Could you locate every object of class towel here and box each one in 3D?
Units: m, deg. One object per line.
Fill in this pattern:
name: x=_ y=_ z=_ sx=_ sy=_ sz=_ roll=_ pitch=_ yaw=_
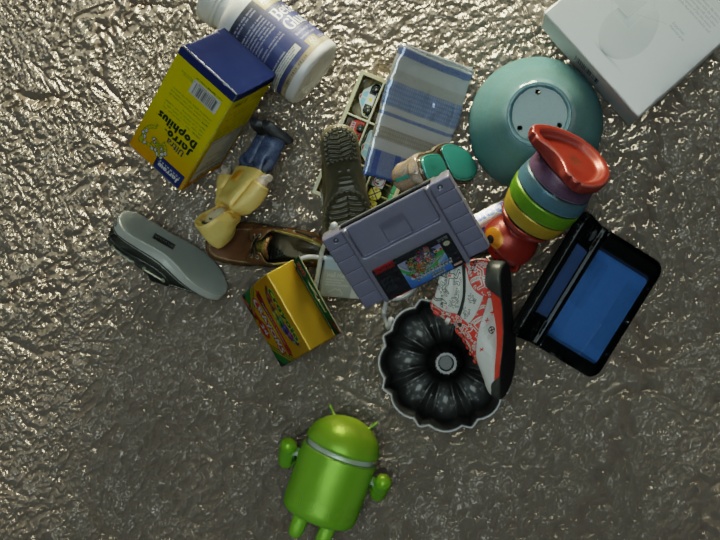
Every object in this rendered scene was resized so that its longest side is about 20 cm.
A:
towel: x=0.087 y=-0.220 z=1.638 sx=0.146 sy=0.024 sz=0.201 roll=13 pitch=96 yaw=-37

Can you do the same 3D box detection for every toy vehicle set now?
toy vehicle set: x=0.021 y=-0.185 z=1.687 sx=0.124 sy=0.027 sz=0.201 roll=22 pitch=94 yaw=5

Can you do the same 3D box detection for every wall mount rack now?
wall mount rack: x=0.000 y=0.000 z=1.630 sx=0.199 sy=0.075 sz=0.174 roll=4 pitch=117 yaw=-13

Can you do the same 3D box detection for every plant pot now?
plant pot: x=0.254 y=-0.216 z=1.607 sx=0.199 sy=0.135 sz=0.201 roll=0 pitch=91 yaw=7

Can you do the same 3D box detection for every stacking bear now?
stacking bear: x=0.242 y=-0.087 z=1.541 sx=0.122 sy=0.113 sz=0.200 roll=55 pitch=129 yaw=26

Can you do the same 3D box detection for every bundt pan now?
bundt pan: x=0.127 y=0.135 z=1.654 sx=0.201 sy=0.076 sz=0.203 roll=0 pitch=89 yaw=4

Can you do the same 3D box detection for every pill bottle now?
pill bottle: x=-0.143 y=-0.351 z=1.660 sx=0.200 sy=0.111 sz=0.111 roll=38 pitch=95 yaw=4

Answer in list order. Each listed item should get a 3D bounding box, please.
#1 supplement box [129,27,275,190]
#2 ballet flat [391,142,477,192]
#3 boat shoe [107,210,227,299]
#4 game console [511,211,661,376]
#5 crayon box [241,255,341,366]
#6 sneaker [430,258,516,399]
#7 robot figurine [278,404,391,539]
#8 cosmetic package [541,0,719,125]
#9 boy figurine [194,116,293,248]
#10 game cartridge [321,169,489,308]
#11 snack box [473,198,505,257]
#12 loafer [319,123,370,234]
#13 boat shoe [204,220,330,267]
supplement box: x=-0.233 y=-0.234 z=1.631 sx=0.109 sy=0.109 sz=0.200 roll=42 pitch=127 yaw=5
ballet flat: x=0.101 y=-0.145 z=1.608 sx=0.067 sy=0.200 sz=0.068 roll=-22 pitch=84 yaw=29
boat shoe: x=-0.296 y=-0.013 z=1.712 sx=0.200 sy=0.071 sz=0.064 roll=36 pitch=127 yaw=-3
game console: x=0.327 y=0.038 z=1.602 sx=0.116 sy=0.176 sz=0.200 roll=32 pitch=94 yaw=21
crayon box: x=-0.103 y=0.062 z=1.620 sx=0.051 sy=0.200 sz=0.127 roll=-29 pitch=87 yaw=-22
sneaker: x=0.159 y=0.080 z=1.589 sx=0.108 sy=0.067 sz=0.202 roll=4 pitch=106 yaw=27
robot figurine: x=-0.043 y=0.305 z=1.660 sx=0.175 sy=0.116 sz=0.201 roll=20 pitch=93 yaw=5
cosmetic package: x=0.399 y=-0.352 z=1.594 sx=0.200 sy=0.123 sz=0.200 roll=-41 pitch=87 yaw=7
boy figurine: x=-0.182 y=-0.130 z=1.675 sx=0.124 sy=0.064 sz=0.200 roll=25 pitch=81 yaw=49
game cartridge: x=0.064 y=-0.038 z=1.540 sx=0.199 sy=0.038 sz=0.130 roll=-27 pitch=109 yaw=15
snack box: x=0.172 y=-0.054 z=1.627 sx=0.199 sy=0.072 sz=0.024 roll=-28 pitch=56 yaw=-9
loafer: x=-0.022 y=-0.120 z=1.649 sx=0.076 sy=0.067 sz=0.201 roll=-1 pitch=107 yaw=0
boat shoe: x=-0.143 y=-0.040 z=1.688 sx=0.199 sy=0.068 sz=0.072 roll=-1 pitch=91 yaw=6
